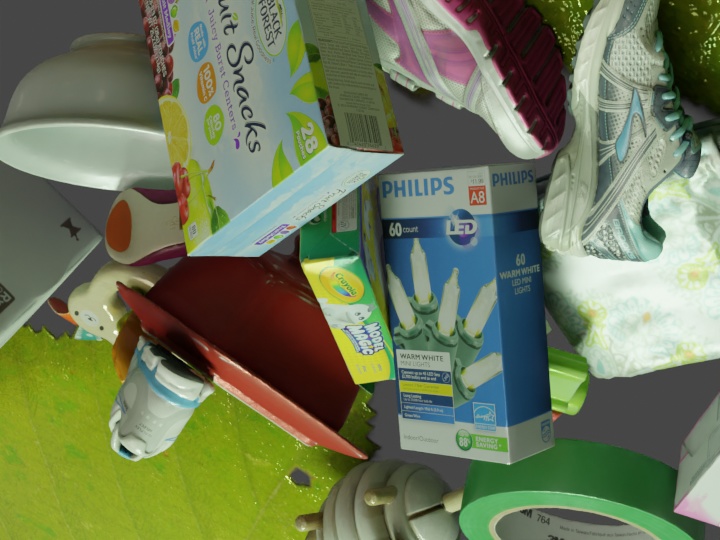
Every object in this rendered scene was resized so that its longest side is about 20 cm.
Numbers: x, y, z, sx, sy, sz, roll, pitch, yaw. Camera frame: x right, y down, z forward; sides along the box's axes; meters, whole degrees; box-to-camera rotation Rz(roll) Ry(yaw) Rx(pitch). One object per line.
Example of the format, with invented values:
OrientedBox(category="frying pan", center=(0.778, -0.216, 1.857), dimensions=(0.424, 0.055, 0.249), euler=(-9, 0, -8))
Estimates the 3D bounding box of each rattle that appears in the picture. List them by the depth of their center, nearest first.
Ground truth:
OrientedBox(category="rattle", center=(-0.248, 0.073, 1.106), dimensions=(0.199, 0.144, 0.130), euler=(-2, 143, 26))

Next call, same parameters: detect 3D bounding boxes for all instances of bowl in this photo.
OrientedBox(category="bowl", center=(-0.181, -0.125, 0.898), dimensions=(0.199, 0.091, 0.201), euler=(3, 171, 0))

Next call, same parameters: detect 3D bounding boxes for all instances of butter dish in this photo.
OrientedBox(category="butter dish", center=(-0.071, 0.037, 0.963), dimensions=(0.200, 0.148, 0.199), euler=(40, 170, -37))

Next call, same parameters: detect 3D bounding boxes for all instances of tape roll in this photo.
OrientedBox(category="tape roll", center=(0.183, 0.205, 0.963), dimensions=(0.199, 0.048, 0.201), euler=(11, 148, 7))

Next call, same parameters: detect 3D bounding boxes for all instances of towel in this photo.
OrientedBox(category="towel", center=(0.209, -0.006, 0.817), dimensions=(0.199, 0.048, 0.172), euler=(-17, 115, 40))

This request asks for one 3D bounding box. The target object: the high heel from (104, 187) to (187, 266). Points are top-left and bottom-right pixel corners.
OrientedBox(category="high heel", center=(-0.136, -0.036, 0.955), dimensions=(0.199, 0.096, 0.068), euler=(-3, 85, 52))

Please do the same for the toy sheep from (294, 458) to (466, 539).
OrientedBox(category="toy sheep", center=(0.026, 0.238, 1.078), dimensions=(0.199, 0.138, 0.138), euler=(-22, 113, 36))

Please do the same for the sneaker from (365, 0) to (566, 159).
OrientedBox(category="sneaker", center=(0.059, -0.154, 0.769), dimensions=(0.088, 0.081, 0.200), euler=(-31, 98, 45))

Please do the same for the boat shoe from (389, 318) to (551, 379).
OrientedBox(category="boat shoe", center=(0.070, 0.042, 0.927), dimensions=(0.200, 0.072, 0.068), euler=(-23, 97, 56))

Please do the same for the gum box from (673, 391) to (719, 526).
OrientedBox(category="gum box", center=(0.310, 0.117, 0.810), dimensions=(0.113, 0.066, 0.201), euler=(17, 143, 3))

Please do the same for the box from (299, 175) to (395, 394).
OrientedBox(category="box", center=(0.000, 0.000, 0.867), dimensions=(0.048, 0.118, 0.200), euler=(-6, 147, 8))

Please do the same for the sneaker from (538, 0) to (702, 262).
OrientedBox(category="sneaker", center=(0.175, -0.099, 0.721), dimensions=(0.086, 0.078, 0.201), euler=(16, 117, 20))

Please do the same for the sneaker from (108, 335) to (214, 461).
OrientedBox(category="sneaker", center=(-0.167, 0.105, 0.917), dimensions=(0.075, 0.087, 0.200), euler=(33, 174, -4))

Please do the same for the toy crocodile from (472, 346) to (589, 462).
OrientedBox(category="toy crocodile", center=(0.128, 0.109, 0.925), dimensions=(0.067, 0.062, 0.200), euler=(18, 155, -9))

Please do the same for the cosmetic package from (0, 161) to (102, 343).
OrientedBox(category="cosmetic package", center=(-0.387, -0.003, 1.103), dimensions=(0.165, 0.165, 0.200), euler=(45, 135, -9))

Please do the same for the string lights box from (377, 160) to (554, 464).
OrientedBox(category="string lights box", center=(0.075, 0.027, 0.821), dimensions=(0.102, 0.059, 0.202), euler=(-1, 97, 43))

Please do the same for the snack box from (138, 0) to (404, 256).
OrientedBox(category="snack box", center=(-0.066, -0.132, 0.761), dimensions=(0.168, 0.067, 0.202), euler=(-30, 67, 45))
